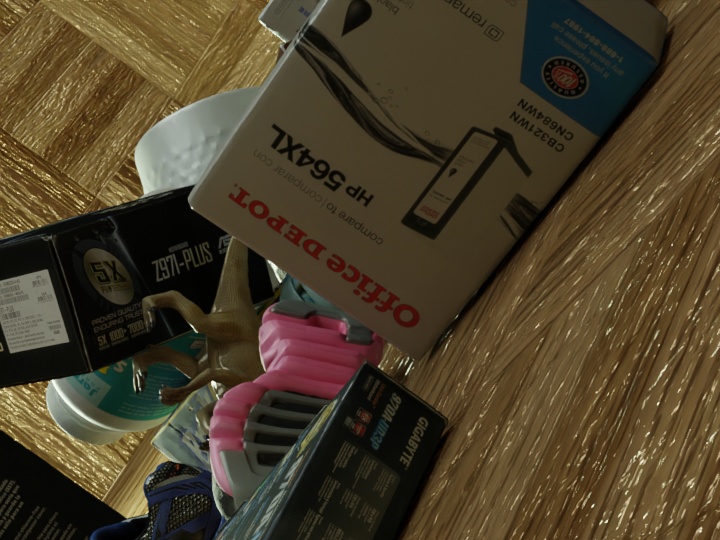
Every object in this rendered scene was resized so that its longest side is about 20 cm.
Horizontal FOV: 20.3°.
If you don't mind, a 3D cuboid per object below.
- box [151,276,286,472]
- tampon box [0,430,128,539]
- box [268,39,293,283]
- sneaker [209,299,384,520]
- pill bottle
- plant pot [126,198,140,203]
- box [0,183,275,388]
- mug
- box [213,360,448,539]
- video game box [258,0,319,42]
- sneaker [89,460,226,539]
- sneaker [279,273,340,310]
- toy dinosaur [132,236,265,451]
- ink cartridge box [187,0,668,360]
[{"bbox_3d":[-0.071,0.082,1.359,0.064,0.070,0.200,-51,2,-35],"label":"box"},{"bbox_3d":[-0.246,0.208,1.426,0.126,0.200,0.150,-56,5,-20],"label":"tampon box"},{"bbox_3d":[-0.019,-0.067,1.360,0.075,0.100,0.200,-21,-26,-21],"label":"box"},{"bbox_3d":[-0.032,0.091,0.998,0.200,0.079,0.096,-63,-12,-67],"label":"sneaker"},{"bbox_3d":[-0.156,0.041,1.446,0.200,0.111,0.111,-53,4,38],"label":"pill bottle"},{"bbox_3d":[-0.129,0.028,1.825,0.200,0.199,0.143,140,140,-74],"label":"plant pot"},{"bbox_3d":[-0.185,0.013,1.275,0.200,0.086,0.164,-11,7,44],"label":"box"},{"bbox_3d":[-0.057,-0.040,1.554,0.199,0.176,0.148,-21,-17,7],"label":"mug"},{"bbox_3d":[-0.050,0.147,0.781,0.159,0.046,0.200,-51,5,36],"label":"box"},{"bbox_3d":[0.033,-0.172,1.461,0.047,0.182,0.200,-48,7,28],"label":"video game box"},{"bbox_3d":[-0.128,0.182,1.155,0.200,0.078,0.075,-53,4,22],"label":"sneaker"},{"bbox_3d":[0.000,0.000,1.198,0.131,0.079,0.200,-52,-5,10],"label":"sneaker"},{"bbox_3d":[-0.080,0.044,1.179,0.058,0.101,0.201,116,147,-46],"label":"toy dinosaur"},{"bbox_3d":[0.031,-0.078,0.980,0.200,0.146,0.084,-53,6,26],"label":"ink cartridge box"}]
